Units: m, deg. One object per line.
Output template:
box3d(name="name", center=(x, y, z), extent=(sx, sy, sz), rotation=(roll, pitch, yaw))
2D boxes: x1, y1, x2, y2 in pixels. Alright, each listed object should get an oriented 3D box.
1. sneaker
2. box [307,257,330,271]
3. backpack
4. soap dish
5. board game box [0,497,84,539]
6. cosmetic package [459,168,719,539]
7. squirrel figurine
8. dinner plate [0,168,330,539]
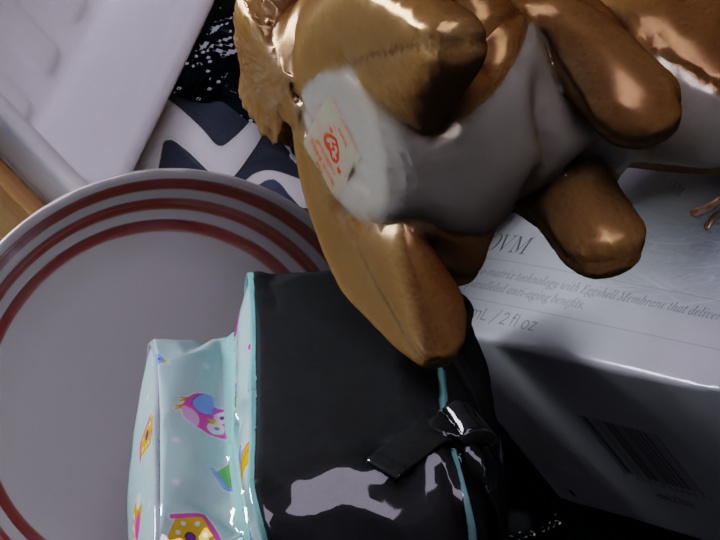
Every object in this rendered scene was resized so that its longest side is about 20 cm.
box3d(name="sneaker", center=(-0.112, -0.020, 1.299), extent=(0.198, 0.080, 0.130), rotation=(-19, 38, 6))
box3d(name="box", center=(0.000, 0.000, 1.224), extent=(0.200, 0.039, 0.041), rotation=(-42, 18, 15))
box3d(name="backpack", center=(-0.012, 0.119, 1.111), extent=(0.152, 0.201, 0.176), rotation=(-11, 36, 1))
box3d(name="soap dish", center=(-0.153, -0.113, 1.249), extent=(0.081, 0.157, 0.201), rotation=(-25, 29, 36))
box3d(name="board game box", center=(-0.170, 0.080, 1.206), extent=(0.200, 0.039, 0.159), rotation=(35, 56, -20))
box3d(name="cosmetic package", center=(0.166, -0.003, 1.169), extent=(0.200, 0.123, 0.199), rotation=(-51, 31, -19))
box3d(name="squirrel figurine", center=(0.060, -0.078, 1.084), extent=(0.186, 0.142, 0.200), rotation=(-18, 31, -26))
box3d(name="dinner plate", center=(-0.082, 0.056, 1.189), extent=(0.199, 0.201, 0.024), rotation=(-22, 18, -14))
